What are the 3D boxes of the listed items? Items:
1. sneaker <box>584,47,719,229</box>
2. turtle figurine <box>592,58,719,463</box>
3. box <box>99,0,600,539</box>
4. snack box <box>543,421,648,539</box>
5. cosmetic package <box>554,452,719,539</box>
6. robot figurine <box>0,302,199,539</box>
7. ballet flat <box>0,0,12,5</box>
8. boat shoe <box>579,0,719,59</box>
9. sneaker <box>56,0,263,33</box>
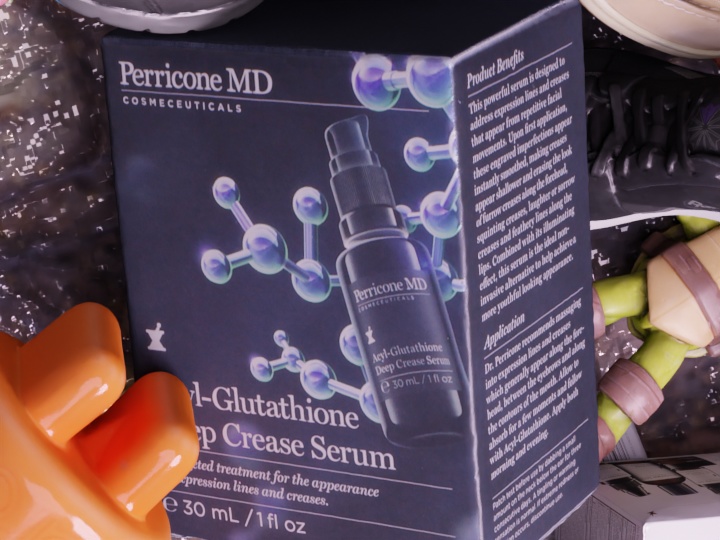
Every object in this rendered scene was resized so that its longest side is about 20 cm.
[{"bbox_3d":[0.127,-0.054,0.942,0.199,0.088,0.076,8,79,5],"label":"sneaker"},{"bbox_3d":[0.125,0.004,1.013,0.161,0.064,0.200,-30,96,-12],"label":"turtle figurine"},{"bbox_3d":[0.000,0.000,0.928,0.148,0.107,0.201,6,110,29],"label":"box"},{"bbox_3d":[0.035,0.131,1.054,0.199,0.024,0.072,-25,112,-4],"label":"snack box"},{"bbox_3d":[0.188,0.106,1.032,0.199,0.083,0.051,-3,105,-21],"label":"cosmetic package"},{"bbox_3d":[-0.150,0.100,0.895,0.200,0.117,0.144,-42,148,7],"label":"robot figurine"},{"bbox_3d":[-0.176,-0.112,0.869,0.200,0.064,0.076,-31,77,-33],"label":"ballet flat"},{"bbox_3d":[0.171,-0.118,0.959,0.199,0.065,0.072,9,76,-28],"label":"boat shoe"},{"bbox_3d":[-0.023,-0.143,0.879,0.199,0.073,0.082,-15,151,-17],"label":"sneaker"}]
